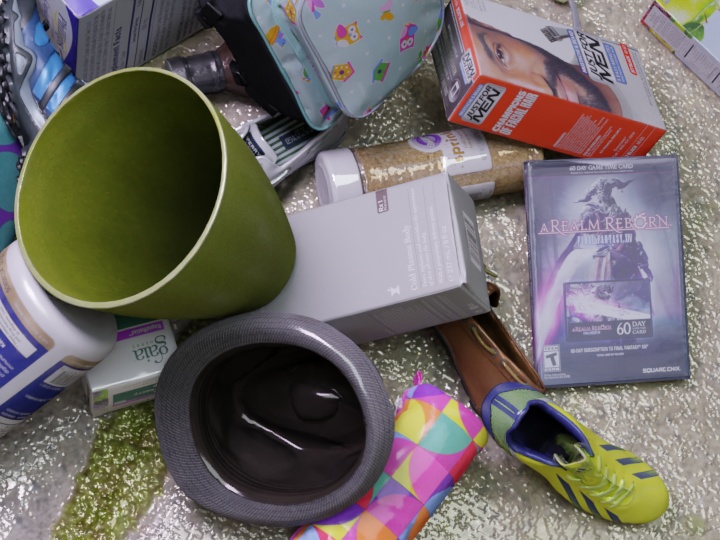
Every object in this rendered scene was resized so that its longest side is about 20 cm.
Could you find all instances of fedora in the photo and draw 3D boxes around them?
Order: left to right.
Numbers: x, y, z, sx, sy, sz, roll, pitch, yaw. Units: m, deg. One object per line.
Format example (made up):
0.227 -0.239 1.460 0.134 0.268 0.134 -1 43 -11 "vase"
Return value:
-0.058 0.113 1.436 0.199 0.090 0.178 -11 98 22 "fedora"

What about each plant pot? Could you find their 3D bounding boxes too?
-0.138 -0.035 1.390 0.186 0.200 0.188 -8 70 24 "plant pot"

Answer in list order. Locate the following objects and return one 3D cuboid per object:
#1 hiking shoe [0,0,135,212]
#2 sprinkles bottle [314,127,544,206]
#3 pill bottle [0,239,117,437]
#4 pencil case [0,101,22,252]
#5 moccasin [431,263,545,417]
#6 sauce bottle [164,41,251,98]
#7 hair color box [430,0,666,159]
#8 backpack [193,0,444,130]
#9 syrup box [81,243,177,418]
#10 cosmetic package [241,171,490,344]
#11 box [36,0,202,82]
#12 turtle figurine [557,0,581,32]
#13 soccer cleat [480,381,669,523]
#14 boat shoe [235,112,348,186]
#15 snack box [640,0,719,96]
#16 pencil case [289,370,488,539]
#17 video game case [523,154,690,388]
-0.250 -0.136 1.458 0.086 0.074 0.201 -11 85 -23 "hiking shoe"
0.062 -0.088 1.578 0.199 0.068 0.069 -11 73 -14 "sprinkles bottle"
-0.299 0.072 1.393 0.200 0.116 0.116 -36 78 15 "pill bottle"
-0.328 -0.056 1.489 0.085 0.092 0.201 27 63 -35 "pencil case"
0.094 0.029 1.527 0.078 0.074 0.202 -33 74 25 "moccasin"
-0.076 -0.192 1.592 0.199 0.065 0.065 -15 74 -16 "sauce bottle"
0.165 -0.167 1.573 0.199 0.064 0.111 12 46 -26 "hair color box"
-0.016 -0.238 1.489 0.153 0.176 0.200 19 61 41 "backpack"
-0.215 0.013 1.486 0.078 0.081 0.201 -15 73 -13 "syrup box"
0.000 0.000 1.480 0.199 0.090 0.107 -15 68 15 "cosmetic package"
-0.197 -0.264 1.533 0.200 0.184 0.105 -35 81 -20 "box"
0.205 -0.328 1.653 0.194 0.200 0.144 -39 115 -24 "turtle figurine"
0.185 0.162 1.479 0.200 0.084 0.065 34 90 -20 "soccer cleat"
-0.096 -0.104 1.556 0.200 0.067 0.074 -37 80 -20 "boat shoe"
0.388 -0.262 1.705 0.142 0.053 0.200 44 69 6 "snack box"
0.021 0.185 1.463 0.088 0.088 0.200 37 70 4 "pencil case"
0.219 0.000 1.569 0.142 0.019 0.201 -3 90 -11 "video game case"
